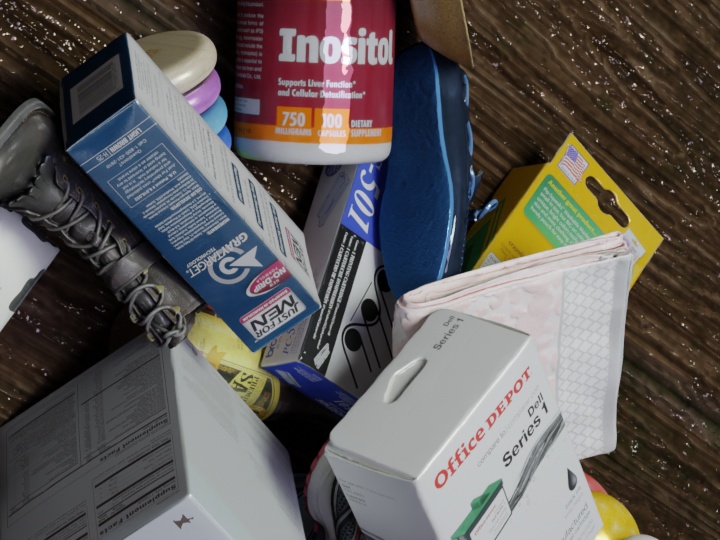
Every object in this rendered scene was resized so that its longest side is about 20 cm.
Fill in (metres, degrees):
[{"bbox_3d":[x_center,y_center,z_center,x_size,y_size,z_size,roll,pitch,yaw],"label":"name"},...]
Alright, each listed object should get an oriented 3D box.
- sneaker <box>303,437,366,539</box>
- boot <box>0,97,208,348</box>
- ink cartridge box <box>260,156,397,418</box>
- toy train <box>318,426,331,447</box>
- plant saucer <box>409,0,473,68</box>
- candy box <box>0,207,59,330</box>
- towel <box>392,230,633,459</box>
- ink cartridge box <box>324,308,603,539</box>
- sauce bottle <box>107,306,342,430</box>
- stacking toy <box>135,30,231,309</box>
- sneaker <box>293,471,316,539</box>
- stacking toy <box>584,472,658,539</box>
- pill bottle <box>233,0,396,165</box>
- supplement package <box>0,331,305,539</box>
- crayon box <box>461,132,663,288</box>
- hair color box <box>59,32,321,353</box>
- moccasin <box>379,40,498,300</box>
[{"bbox_3d":[0.008,0.176,1.575,0.081,0.074,0.201,-39,142,-46],"label":"sneaker"},{"bbox_3d":[-0.168,-0.023,1.429,0.069,0.200,0.174,-40,87,16],"label":"boot"},{"bbox_3d":[0.000,0.000,1.618,0.094,0.044,0.201,35,60,-34],"label":"ink cartridge box"},{"bbox_3d":[0.055,0.112,1.721,0.199,0.034,0.046,-17,111,-31],"label":"toy train"},{"bbox_3d":[0.042,-0.237,1.570,0.035,0.200,0.201,-13,110,3],"label":"plant saucer"},{"bbox_3d":[-0.309,-0.022,1.426,0.200,0.061,0.137,44,74,-32],"label":"candy box"},{"bbox_3d":[0.108,0.079,1.617,0.190,0.032,0.201,-15,129,-21],"label":"towel"},{"bbox_3d":[0.074,0.149,1.528,0.146,0.084,0.200,-49,136,-28],"label":"ink cartridge box"},{"bbox_3d":[-0.085,0.072,1.597,0.200,0.066,0.066,19,88,-34],"label":"sauce bottle"},{"bbox_3d":[-0.118,-0.061,1.549,0.085,0.085,0.201,-30,122,-26],"label":"stacking toy"},{"bbox_3d":[-0.074,0.235,1.618,0.200,0.095,0.079,-49,122,-16],"label":"sneaker"},{"bbox_3d":[0.164,0.212,1.714,0.146,0.200,0.147,-7,103,-33],"label":"stacking toy"},{"bbox_3d":[-0.031,-0.177,1.554,0.113,0.113,0.201,-4,99,-34],"label":"pill bottle"},{"bbox_3d":[-0.136,0.171,1.471,0.150,0.200,0.152,-33,121,11],"label":"supplement package"},{"bbox_3d":[0.135,0.010,1.724,0.126,0.052,0.200,46,65,-22],"label":"crayon box"},{"bbox_3d":[-0.111,-0.049,1.455,0.060,0.100,0.200,-34,121,12],"label":"hair color box"},{"bbox_3d":[0.062,-0.067,1.605,0.068,0.080,0.201,18,71,-46],"label":"moccasin"}]
